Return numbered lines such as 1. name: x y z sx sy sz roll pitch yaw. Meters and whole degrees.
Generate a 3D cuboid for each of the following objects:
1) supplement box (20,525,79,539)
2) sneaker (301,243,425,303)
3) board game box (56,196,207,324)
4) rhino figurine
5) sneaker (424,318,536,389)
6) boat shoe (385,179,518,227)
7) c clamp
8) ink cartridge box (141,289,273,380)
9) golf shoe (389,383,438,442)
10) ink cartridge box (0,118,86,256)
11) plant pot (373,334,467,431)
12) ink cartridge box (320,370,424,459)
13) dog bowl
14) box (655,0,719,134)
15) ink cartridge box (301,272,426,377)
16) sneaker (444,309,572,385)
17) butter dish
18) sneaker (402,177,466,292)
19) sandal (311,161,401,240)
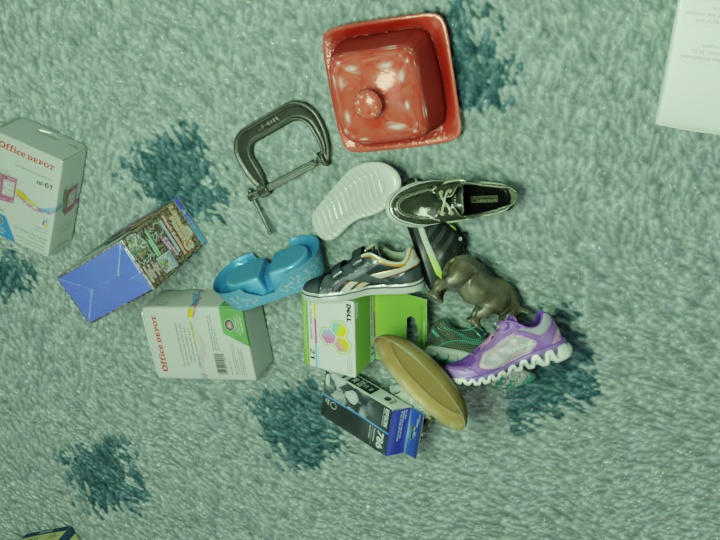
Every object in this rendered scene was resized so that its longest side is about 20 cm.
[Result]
1. supplement box: -0.672 0.688 2.128 0.134 0.200 0.200 -16 106 24
2. sneaker: 0.000 0.000 1.600 0.199 0.078 0.080 -8 109 7
3. board game box: -0.384 -0.020 1.701 0.159 0.200 0.097 -25 104 28
4. rhino figurine: 0.198 0.048 1.578 0.200 0.060 0.088 33 90 -23
5. sneaker: 0.197 0.132 1.640 0.199 0.091 0.078 17 151 -13
6. boat shoe: 0.138 -0.107 1.515 0.199 0.064 0.071 -7 91 -4
7. c clamp: -0.123 -0.177 1.642 0.200 0.027 0.171 -31 96 30
8. ink cartridge box: -0.272 0.114 1.790 0.199 0.084 0.145 -1 113 19
9. golf shoe: 0.095 0.215 1.716 0.097 0.078 0.200 33 119 10
10. ink cartridge box: -0.579 -0.149 1.779 0.144 0.085 0.200 23 118 9
11. plant pot: 0.100 0.171 1.583 0.200 0.027 0.200 43 164 15
12. ink cartridge box: 0.017 0.248 1.735 0.200 0.039 0.100 25 121 33
13. dog bowl: -0.149 0.007 1.681 0.200 0.112 0.050 -19 120 17
14. box: 0.495 -0.276 1.275 0.199 0.199 0.172 10 117 17
15. ink cartridge box: 0.007 0.101 1.670 0.200 0.076 0.148 13 118 28
16. sneaker: 0.221 0.116 1.547 0.200 0.080 0.089 -18 99 0
17. butter dish: 0.030 -0.261 1.476 0.199 0.148 0.200 -3 112 21
18. sneaker: 0.124 -0.059 1.596 0.083 0.072 0.200 -19 107 -5
19. sandal: -0.005 -0.118 1.614 0.202 0.050 0.083 -29 87 41
